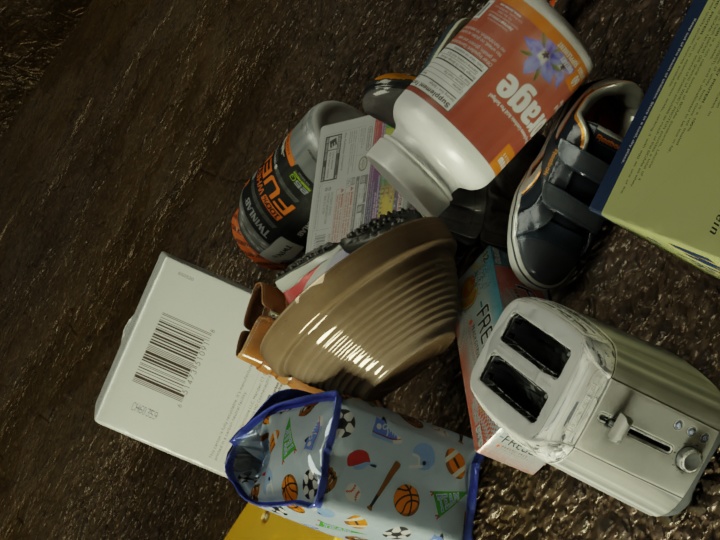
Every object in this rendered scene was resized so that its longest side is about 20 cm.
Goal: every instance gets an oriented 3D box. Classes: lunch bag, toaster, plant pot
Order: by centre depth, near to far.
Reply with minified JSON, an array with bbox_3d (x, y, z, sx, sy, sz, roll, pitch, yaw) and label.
[{"bbox_3d":[0.171,0.093,1.105,0.114,0.129,0.200,-61,25,6],"label":"toaster"},{"bbox_3d":[0.017,0.050,1.300,0.093,0.200,0.201,54,127,14],"label":"plant pot"},{"bbox_3d":[-0.011,0.182,1.332,0.200,0.169,0.125,-21,51,58],"label":"lunch bag"}]

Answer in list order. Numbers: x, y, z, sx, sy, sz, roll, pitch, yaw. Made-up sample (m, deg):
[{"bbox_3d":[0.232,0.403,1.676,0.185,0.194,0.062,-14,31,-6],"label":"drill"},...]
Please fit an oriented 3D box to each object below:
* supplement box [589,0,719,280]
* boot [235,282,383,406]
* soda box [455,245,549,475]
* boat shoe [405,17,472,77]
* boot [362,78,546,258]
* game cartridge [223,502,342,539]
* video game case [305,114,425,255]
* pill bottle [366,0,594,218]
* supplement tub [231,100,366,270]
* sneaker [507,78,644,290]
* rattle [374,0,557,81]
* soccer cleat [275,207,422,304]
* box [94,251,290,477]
[{"bbox_3d":[0.297,-0.084,1.009,0.201,0.134,0.200,-64,25,2],"label":"supplement box"},{"bbox_3d":[-0.056,0.113,1.499,0.074,0.154,0.201,-44,32,40],"label":"boot"},{"bbox_3d":[0.130,0.074,1.279,0.068,0.063,0.201,-50,30,33],"label":"soda box"},{"bbox_3d":[0.077,-0.181,1.610,0.062,0.075,0.201,23,98,54],"label":"boat shoe"},{"bbox_3d":[0.078,-0.091,1.382,0.070,0.199,0.132,100,-168,-75],"label":"boot"},{"bbox_3d":[-0.078,0.289,1.539,0.177,0.032,0.200,-57,28,17],"label":"game cartridge"},{"bbox_3d":[0.021,-0.066,1.478,0.182,0.023,0.201,-9,66,40],"label":"video game case"},{"bbox_3d":[0.103,-0.145,1.306,0.200,0.112,0.112,-47,26,-1],"label":"pill bottle"},{"bbox_3d":[-0.061,-0.095,1.739,0.200,0.122,0.123,-46,31,37],"label":"supplement tub"},{"bbox_3d":[0.189,-0.081,1.285,0.079,0.078,0.201,-16,52,66],"label":"sneaker"},{"bbox_3d":[0.129,-0.243,1.490,0.200,0.142,0.130,-54,8,35],"label":"rattle"},{"bbox_3d":[0.000,0.000,1.400,0.200,0.073,0.068,-26,8,45],"label":"soccer cleat"},{"bbox_3d":[-0.171,0.109,1.652,0.200,0.199,0.131,-66,10,-1],"label":"box"}]
